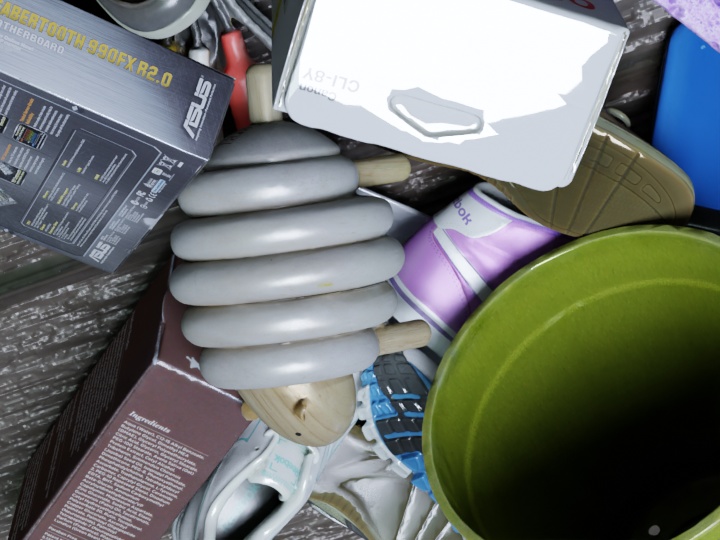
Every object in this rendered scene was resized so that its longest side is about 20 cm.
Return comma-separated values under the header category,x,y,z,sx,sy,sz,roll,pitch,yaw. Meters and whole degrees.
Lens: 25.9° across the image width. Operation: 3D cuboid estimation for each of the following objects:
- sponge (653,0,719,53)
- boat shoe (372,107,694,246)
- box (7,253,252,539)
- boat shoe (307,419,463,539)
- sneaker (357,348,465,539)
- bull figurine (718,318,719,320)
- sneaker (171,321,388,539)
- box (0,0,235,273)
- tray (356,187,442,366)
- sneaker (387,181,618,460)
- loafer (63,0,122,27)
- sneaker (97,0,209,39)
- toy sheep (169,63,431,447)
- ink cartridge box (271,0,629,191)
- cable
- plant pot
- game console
category,x,y,z,sx,sy,sz,roll,pitch,yaw
sponge,0.125,-0.179,0.789,0.199,0.112,0.030,34,112,-21
boat shoe,0.087,-0.077,0.845,0.198,0.063,0.074,19,131,4
box,-0.133,0.099,0.927,0.074,0.101,0.201,26,123,-17
boat shoe,0.000,0.127,0.985,0.199,0.066,0.072,28,90,-15
sneaker,0.071,0.101,0.937,0.074,0.087,0.201,-3,136,43
bull figurine,0.241,0.060,0.905,0.065,0.200,0.122,-36,79,-19
sneaker,-0.038,0.094,0.899,0.070,0.080,0.202,30,86,-11
box,-0.168,-0.073,0.803,0.157,0.049,0.200,23,156,-14
tray,0.000,0.000,0.935,0.198,0.022,0.108,22,115,-15
sneaker,0.115,0.028,0.908,0.200,0.073,0.114,37,106,-27
loafer,-0.149,-0.144,0.792,0.198,0.070,0.076,-15,108,26
sneaker,-0.135,-0.201,0.702,0.074,0.106,0.202,-28,74,14
toy sheep,-0.037,-0.007,0.822,0.136,0.138,0.203,-10,91,2
ink cartridge box,0.035,-0.133,0.758,0.143,0.201,0.084,13,119,-11
cable,-0.084,-0.142,0.829,0.096,0.051,0.202,-3,122,12
plant pot,0.163,0.115,0.835,0.199,0.202,0.193,-28,132,12
game console,0.244,-0.040,0.930,0.197,0.118,0.173,11,88,-10
